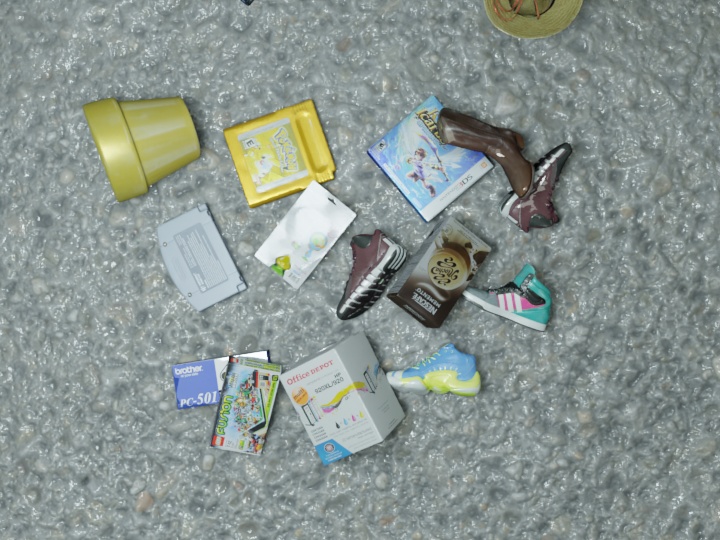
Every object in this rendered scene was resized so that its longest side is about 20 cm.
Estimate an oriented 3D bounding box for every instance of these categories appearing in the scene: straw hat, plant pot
[{"bbox_3d":[0.351,-0.559,1.608,0.200,0.085,0.202,0,89,6],"label":"straw hat"},{"bbox_3d":[-0.432,-0.261,1.566,0.189,0.201,0.201,-22,89,-16],"label":"plant pot"}]

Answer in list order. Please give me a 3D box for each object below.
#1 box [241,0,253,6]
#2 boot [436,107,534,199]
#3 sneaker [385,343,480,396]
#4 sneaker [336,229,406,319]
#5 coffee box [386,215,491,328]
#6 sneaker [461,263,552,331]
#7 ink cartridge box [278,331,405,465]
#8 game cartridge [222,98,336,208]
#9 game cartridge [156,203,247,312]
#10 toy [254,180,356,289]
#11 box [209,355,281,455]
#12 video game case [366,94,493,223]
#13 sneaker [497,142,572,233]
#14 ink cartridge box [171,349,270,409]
[{"bbox_3d":[-0.285,-0.625,1.554,0.160,0.200,0.044,38,89,0],"label":"box"},{"bbox_3d":[0.242,-0.236,1.554,0.200,0.064,0.187,15,45,-24],"label":"boot"},{"bbox_3d":[0.150,0.203,1.620,0.199,0.076,0.105,6,71,1],"label":"sneaker"},{"bbox_3d":[0.000,0.000,1.615,0.200,0.076,0.116,-49,60,16],"label":"sneaker"},{"bbox_3d":[0.158,0.005,1.579,0.113,0.080,0.200,37,77,-10],"label":"coffee box"},{"bbox_3d":[0.308,0.038,1.602,0.200,0.084,0.121,21,95,-7],"label":"sneaker"},{"bbox_3d":[-0.035,0.250,1.554,0.147,0.145,0.200,-28,89,24],"label":"ink cartridge box"},{"bbox_3d":[-0.167,-0.245,1.635,0.200,0.032,0.177,-20,90,1],"label":"game cartridge"},{"bbox_3d":[-0.339,-0.023,1.632,0.133,0.040,0.200,-26,89,-3],"label":"game cartridge"},{"bbox_3d":[-0.114,-0.074,1.626,0.115,0.047,0.200,39,93,-3],"label":"toy"},{"bbox_3d":[-0.235,0.277,1.588,0.110,0.035,0.200,12,111,-9],"label":"box"},{"bbox_3d":[0.144,-0.232,1.627,0.181,0.045,0.200,-40,89,-1],"label":"video game case"},{"bbox_3d":[0.389,-0.161,1.618,0.115,0.076,0.200,43,100,-4],"label":"sneaker"},{"bbox_3d":[-0.284,0.226,1.624,0.199,0.044,0.094,-8,89,0],"label":"ink cartridge box"}]
